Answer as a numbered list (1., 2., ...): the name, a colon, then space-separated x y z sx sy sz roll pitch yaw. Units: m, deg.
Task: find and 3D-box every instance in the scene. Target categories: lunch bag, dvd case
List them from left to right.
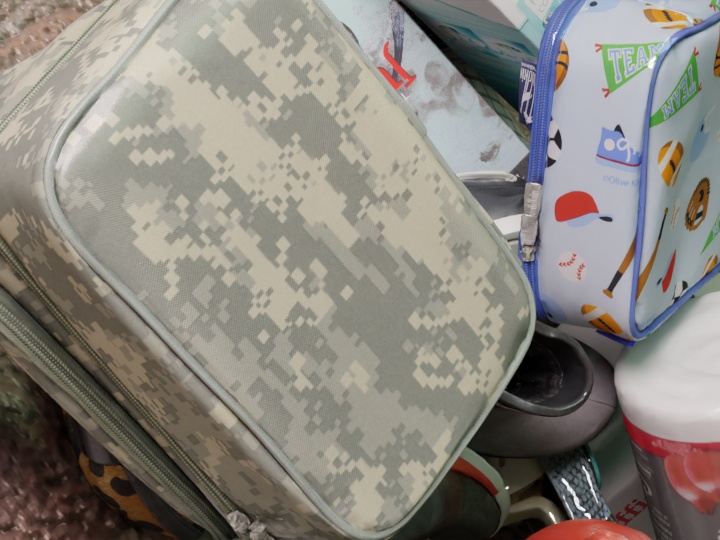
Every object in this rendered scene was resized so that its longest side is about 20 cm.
1. lunch bag: -0.059 0.002 0.762 0.200 0.167 0.140 48 62 -22
2. dvd case: -0.024 -0.069 1.020 0.200 0.146 0.022 46 -2 -22
3. lunch bag: 0.136 -0.057 0.974 0.075 0.162 0.200 16 25 28

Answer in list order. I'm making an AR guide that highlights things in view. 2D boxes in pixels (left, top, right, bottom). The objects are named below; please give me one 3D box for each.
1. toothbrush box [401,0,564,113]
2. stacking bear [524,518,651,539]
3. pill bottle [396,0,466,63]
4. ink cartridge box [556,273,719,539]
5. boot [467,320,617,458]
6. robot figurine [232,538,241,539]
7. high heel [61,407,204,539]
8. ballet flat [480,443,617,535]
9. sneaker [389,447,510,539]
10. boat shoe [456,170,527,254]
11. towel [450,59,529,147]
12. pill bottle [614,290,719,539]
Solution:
1. toothbrush box: 0.097 -0.168 1.027 0.085 0.147 0.200 21 -10 40
2. stacking bear: 0.124 0.189 0.887 0.201 0.121 0.114 57 39 -18
3. pill bottle: 0.052 -0.170 1.129 0.199 0.111 0.112 8 46 -50
4. ink cartridge box: 0.189 0.082 1.144 0.199 0.129 0.126 25 34 -32
5. boot: 0.062 0.047 0.927 0.199 0.131 0.070 14 85 -32
6. robot figurine: -0.013 0.160 0.798 0.199 0.113 0.170 7 34 -48
7. high heel: -0.103 0.027 0.930 0.200 0.071 0.143 -88 152 -69
8. ballet flat: 0.093 0.126 1.035 0.074 0.074 0.201 9 44 -48
9. sneaker: -0.006 0.102 0.947 0.200 0.077 0.083 33 72 -49
10. boat shoe: 0.000 0.000 1.002 0.198 0.076 0.061 -8 39 -17
11. towel: 0.001 -0.081 1.157 0.199 0.086 0.166 9 47 -50
12. pill bottle: 0.194 0.118 1.001 0.111 0.110 0.201 -70 146 -59
